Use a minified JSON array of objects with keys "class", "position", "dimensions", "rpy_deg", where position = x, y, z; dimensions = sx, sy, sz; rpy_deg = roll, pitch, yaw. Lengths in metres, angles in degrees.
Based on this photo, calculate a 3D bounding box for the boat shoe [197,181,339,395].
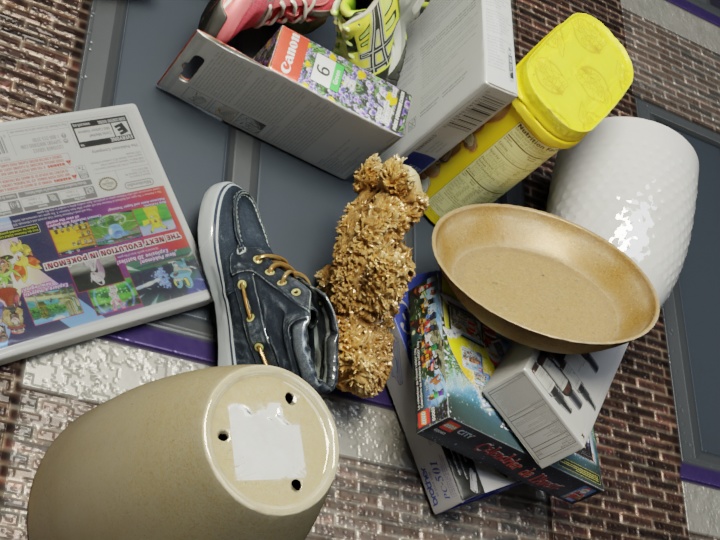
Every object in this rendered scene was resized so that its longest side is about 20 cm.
[{"class":"boat shoe","position":[-0.069,0.014,0.888],"dimensions":[0.071,0.090,0.203],"rpy_deg":[19,56,-57]}]

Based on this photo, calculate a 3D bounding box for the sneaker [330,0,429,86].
[{"class":"sneaker","position":[0.001,-0.218,1.009],"dimensions":[0.076,0.201,0.076],"rpy_deg":[-8,44,-34]}]

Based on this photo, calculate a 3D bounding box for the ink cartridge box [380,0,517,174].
[{"class":"ink cartridge box","position":[0.066,-0.199,1.033],"dimensions":[0.040,0.199,0.202],"rpy_deg":[15,60,-29]}]

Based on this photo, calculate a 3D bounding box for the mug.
[{"class":"mug","position":[0.267,-0.024,1.127],"dimensions":[0.200,0.146,0.177],"rpy_deg":[49,47,-44]}]

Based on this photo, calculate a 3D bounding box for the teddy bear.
[{"class":"teddy bear","position":[0.000,0.000,0.913],"dimensions":[0.066,0.202,0.145],"rpy_deg":[11,17,-28]}]

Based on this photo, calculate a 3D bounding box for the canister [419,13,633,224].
[{"class":"canister","position":[0.144,-0.134,1.049],"dimensions":[0.087,0.200,0.149],"rpy_deg":[47,49,-3]}]

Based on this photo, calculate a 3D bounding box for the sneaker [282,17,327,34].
[{"class":"sneaker","position":[-0.126,-0.289,1.044],"dimensions":[0.201,0.067,0.090],"rpy_deg":[50,57,-1]}]

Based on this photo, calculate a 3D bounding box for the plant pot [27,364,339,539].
[{"class":"plant pot","position":[-0.101,0.142,0.737],"dimensions":[0.186,0.200,0.189],"rpy_deg":[15,59,-27]}]

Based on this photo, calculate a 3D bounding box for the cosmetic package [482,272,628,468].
[{"class":"cosmetic package","position":[0.176,0.076,0.958],"dimensions":[0.083,0.050,0.200],"rpy_deg":[53,35,-7]}]

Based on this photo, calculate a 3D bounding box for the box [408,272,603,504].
[{"class":"box","position":[0.125,0.104,0.953],"dimensions":[0.199,0.038,0.138],"rpy_deg":[29,45,-34]}]

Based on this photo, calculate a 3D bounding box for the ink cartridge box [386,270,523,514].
[{"class":"ink cartridge box","position":[0.074,0.102,0.978],"dimensions":[0.093,0.044,0.202],"rpy_deg":[-8,70,-39]}]

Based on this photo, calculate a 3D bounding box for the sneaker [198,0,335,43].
[{"class":"sneaker","position":[-0.062,-0.250,0.981],"dimensions":[0.087,0.074,0.201],"rpy_deg":[44,59,-11]}]

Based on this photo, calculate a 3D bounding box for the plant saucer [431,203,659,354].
[{"class":"plant saucer","position":[0.150,0.012,0.935],"dimensions":[0.198,0.036,0.201],"rpy_deg":[12,32,-8]}]

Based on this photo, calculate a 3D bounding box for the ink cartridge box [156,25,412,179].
[{"class":"ink cartridge box","position":[-0.066,-0.158,0.977],"dimensions":[0.198,0.109,0.051],"rpy_deg":[25,63,-21]}]

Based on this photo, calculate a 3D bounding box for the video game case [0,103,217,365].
[{"class":"video game case","position":[-0.229,-0.035,0.862],"dimensions":[0.199,0.023,0.184],"rpy_deg":[-16,75,-40]}]
